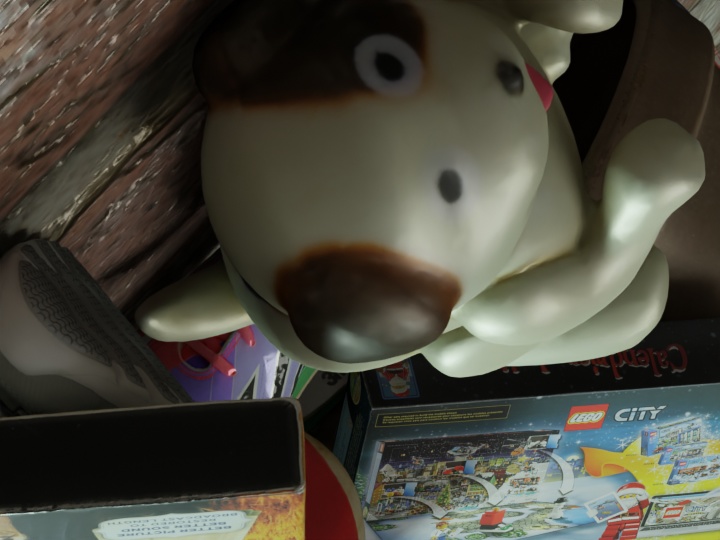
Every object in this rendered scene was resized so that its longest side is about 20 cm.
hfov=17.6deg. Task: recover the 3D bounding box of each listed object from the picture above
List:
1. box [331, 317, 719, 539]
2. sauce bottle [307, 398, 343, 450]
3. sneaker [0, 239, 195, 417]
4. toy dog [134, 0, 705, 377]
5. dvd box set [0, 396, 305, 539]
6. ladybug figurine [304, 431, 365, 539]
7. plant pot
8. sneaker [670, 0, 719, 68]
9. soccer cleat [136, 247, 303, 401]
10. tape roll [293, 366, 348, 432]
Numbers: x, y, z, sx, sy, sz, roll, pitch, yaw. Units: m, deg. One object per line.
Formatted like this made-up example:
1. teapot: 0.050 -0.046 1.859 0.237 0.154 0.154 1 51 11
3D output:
1. box: 0.087 0.082 1.059 0.199 0.038 0.137 -3 140 -14
2. sauce bottle: 0.029 0.087 1.139 0.065 0.198 0.065 -179 -90 -81
3. sneaker: -0.095 0.055 0.721 0.082 0.075 0.200 -39 166 -10
4. toy dog: 0.008 -0.034 0.729 0.193 0.141 0.200 -11 175 5
5. dvd box set: -0.089 0.090 0.708 0.145 0.030 0.200 -4 157 -4
6. ladybug figurine: -0.065 0.111 0.889 0.072 0.136 0.200 -42 169 36
7. plant pot: 0.155 -0.012 1.125 0.201 0.174 0.200 -59 -171 15
8. sneaker: 0.125 -0.061 1.253 0.075 0.084 0.200 -38 167 -47
9. soccer cleat: -0.027 0.000 0.860 0.200 0.067 0.077 -47 166 -24
10. tape roll: 0.000 0.000 1.032 0.200 0.048 0.201 -46 171 -10
